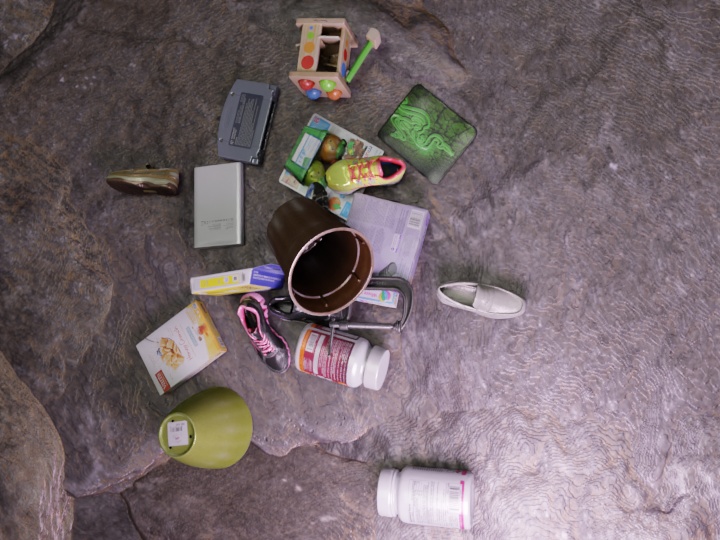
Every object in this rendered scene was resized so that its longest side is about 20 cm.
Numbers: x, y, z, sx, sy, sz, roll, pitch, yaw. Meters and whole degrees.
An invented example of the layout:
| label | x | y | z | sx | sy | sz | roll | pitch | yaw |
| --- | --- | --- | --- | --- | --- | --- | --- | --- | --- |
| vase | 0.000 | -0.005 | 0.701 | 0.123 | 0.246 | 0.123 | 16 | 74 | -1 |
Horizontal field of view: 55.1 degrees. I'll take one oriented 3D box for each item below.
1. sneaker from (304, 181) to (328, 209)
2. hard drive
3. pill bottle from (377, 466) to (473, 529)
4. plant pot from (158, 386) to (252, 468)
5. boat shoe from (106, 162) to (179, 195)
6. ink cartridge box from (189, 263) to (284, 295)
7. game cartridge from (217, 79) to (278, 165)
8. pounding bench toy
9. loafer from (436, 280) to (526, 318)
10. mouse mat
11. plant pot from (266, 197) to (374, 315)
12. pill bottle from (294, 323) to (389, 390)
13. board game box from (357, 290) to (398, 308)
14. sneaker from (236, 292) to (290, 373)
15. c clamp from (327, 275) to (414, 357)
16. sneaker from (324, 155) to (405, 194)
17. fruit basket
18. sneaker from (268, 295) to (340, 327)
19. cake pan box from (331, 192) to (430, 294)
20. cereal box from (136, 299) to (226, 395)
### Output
| label | x | y | z | sx | sy | sz | roll | pitch | yaw |
| --- | --- | --- | --- | --- | --- | --- | --- | --- | --- |
| sneaker | -0.142 | -0.120 | 1.607 | 0.089 | 0.078 | 0.203 | 38 | 119 | 24 |
| hard drive | -0.353 | -0.161 | 1.721 | 0.128 | 0.026 | 0.206 | -4 | 81 | 15 |
| pill bottle | 0.139 | 0.475 | 1.453 | 0.194 | 0.113 | 0.117 | 1 | 82 | 15 |
| plant pot | -0.368 | 0.363 | 1.563 | 0.182 | 0.200 | 0.193 | -2 | 82 | 15 |
| boat shoe | -0.555 | -0.240 | 1.774 | 0.194 | 0.072 | 0.078 | 7 | 70 | 9 |
| ink cartridge box | -0.256 | 0.026 | 1.580 | 0.194 | 0.197 | 0.049 | -6 | 83 | 15 |
| game cartridge | -0.287 | -0.372 | 1.728 | 0.130 | 0.041 | 0.206 | 12 | 86 | 21 |
| pounding bench toy | -0.053 | -0.492 | 1.632 | 0.194 | 0.124 | 0.161 | 5 | 84 | 16 |
| loafer | 0.261 | 0.062 | 1.498 | 0.194 | 0.070 | 0.072 | 7 | 84 | 16 |
| mouse mat | 0.155 | -0.321 | 1.614 | 0.199 | 0.008 | 0.162 | 41 | 94 | 17 |
| plant pot | -0.101 | -0.046 | 1.469 | 0.201 | 0.200 | 0.199 | -47 | 43 | 4 |
| pill bottle | -0.040 | 0.195 | 1.543 | 0.195 | 0.109 | 0.113 | 15 | 86 | 17 |
| board game box | 0.000 | 0.000 | 1.591 | 0.194 | 0.034 | 0.138 | 10 | 79 | 16 |
| sneaker | -0.230 | 0.153 | 1.595 | 0.078 | 0.095 | 0.204 | -28 | 95 | 7 |
| c clamp | 0.023 | 0.096 | 1.490 | 0.194 | 0.027 | 0.176 | -5 | 74 | 16 |
| sneaker | 0.014 | -0.226 | 1.555 | 0.195 | 0.090 | 0.080 | -12 | 90 | -17 |
| fruit basket | -0.071 | -0.246 | 1.622 | 0.197 | 0.094 | 0.188 | 30 | 90 | 13 |
| sneaker | -0.118 | 0.093 | 1.589 | 0.194 | 0.087 | 0.078 | 1 | 82 | 15 |
| cake pan box | 0.047 | -0.065 | 1.550 | 0.179 | 0.052 | 0.205 | 13 | 80 | 15 |
| cereal box | -0.440 | 0.190 | 1.689 | 0.198 | 0.039 | 0.146 | -36 | 75 | 8 |
